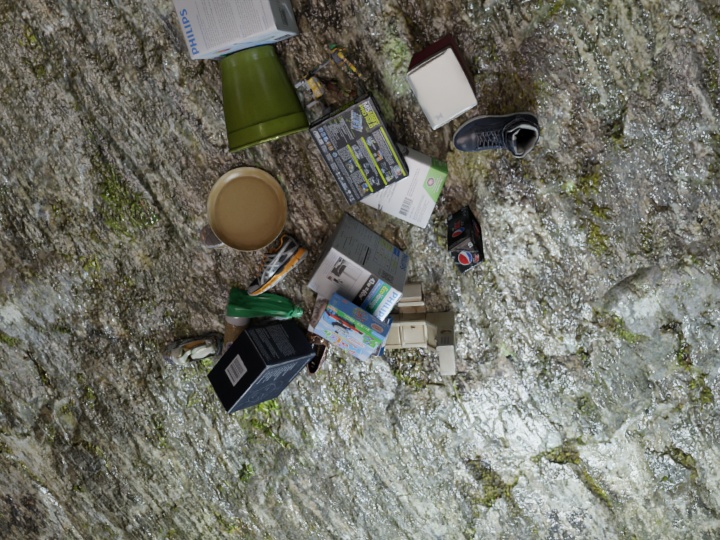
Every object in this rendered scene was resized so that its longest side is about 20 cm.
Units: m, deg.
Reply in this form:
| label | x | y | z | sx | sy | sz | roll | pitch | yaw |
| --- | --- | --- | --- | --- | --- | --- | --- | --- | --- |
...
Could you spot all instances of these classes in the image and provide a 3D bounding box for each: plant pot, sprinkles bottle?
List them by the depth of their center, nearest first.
| label | x | y | z | sx | sy | sz | roll | pitch | yaw |
| --- | --- | --- | --- | --- | --- | --- | --- | --- | --- |
| plant pot | -0.226 | -0.387 | 1.573 | 0.195 | 0.201 | 0.198 | -13 | 101 | 13 |
| plant pot | -0.276 | -0.148 | 1.722 | 0.194 | 0.027 | 0.207 | 0 | 86 | -5 |
| sprinkles bottle | -0.338 | 0.194 | 1.905 | 0.066 | 0.069 | 0.205 | 11 | 116 | 1 |

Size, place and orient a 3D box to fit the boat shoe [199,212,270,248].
| label | x | y | z | sx | sy | sz | roll | pitch | yaw |
| --- | --- | --- | --- | --- | --- | --- | --- | --- | --- |
| boat shoe | -0.303 | -0.100 | 1.769 | 0.194 | 0.072 | 0.078 | -9 | 81 | -6 |

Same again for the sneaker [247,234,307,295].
| label | x | y | z | sx | sy | sz | roll | pitch | yaw |
| --- | --- | --- | --- | --- | --- | --- | --- | --- | --- |
| sneaker | -0.222 | -0.011 | 1.801 | 0.199 | 0.078 | 0.078 | -41 | 91 | 18 |

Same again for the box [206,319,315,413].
| label | x | y | z | sx | sy | sz | roll | pitch | yaw |
| --- | --- | --- | --- | --- | --- | --- | --- | --- | --- |
| box | -0.255 | 0.245 | 1.822 | 0.200 | 0.194 | 0.125 | -48 | 67 | 28 |

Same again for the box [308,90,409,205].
| label | x | y | z | sx | sy | sz | roll | pitch | yaw |
| --- | --- | --- | --- | --- | --- | --- | --- | --- | --- |
| box | -0.001 | -0.266 | 1.562 | 0.157 | 0.045 | 0.202 | -24 | 116 | 15 |

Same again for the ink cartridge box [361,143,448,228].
| label | x | y | z | sx | sy | sz | roll | pitch | yaw |
| --- | --- | --- | --- | --- | --- | --- | --- | --- | --- |
| ink cartridge box | 0.090 | -0.212 | 1.657 | 0.195 | 0.084 | 0.148 | 22 | 115 | -3 |

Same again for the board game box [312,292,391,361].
| label | x | y | z | sx | sy | sz | roll | pitch | yaw |
| --- | --- | --- | --- | --- | --- | --- | --- | --- | --- |
| board game box | -0.024 | 0.136 | 1.641 | 0.149 | 0.037 | 0.201 | 30 | 154 | -1 |

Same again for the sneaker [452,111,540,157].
| label | x | y | z | sx | sy | sz | roll | pitch | yaw |
| --- | --- | --- | --- | --- | --- | --- | --- | --- | --- |
| sneaker | 0.300 | -0.294 | 1.562 | 0.197 | 0.147 | 0.079 | -12 | 115 | 14 |

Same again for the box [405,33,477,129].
| label | x | y | z | sx | sy | sz | roll | pitch | yaw |
| --- | --- | --- | --- | --- | --- | --- | --- | --- | --- |
| box | 0.174 | -0.404 | 1.495 | 0.107 | 0.201 | 0.129 | -26 | 110 | 18 |

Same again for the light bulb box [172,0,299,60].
| label | x | y | z | sx | sy | sz | roll | pitch | yaw |
| --- | --- | --- | --- | --- | --- | --- | --- | --- | --- |
| light bulb box | -0.256 | -0.533 | 1.486 | 0.195 | 0.199 | 0.128 | -14 | 103 | 13 |

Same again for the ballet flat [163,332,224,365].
| label | x | y | z | sx | sy | sz | roll | pitch | yaw |
| --- | --- | --- | --- | --- | --- | --- | --- | --- | --- |
| ballet flat | -0.466 | 0.223 | 1.934 | 0.195 | 0.072 | 0.073 | -18 | 112 | 15 |

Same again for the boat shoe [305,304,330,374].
| label | x | y | z | sx | sy | sz | roll | pitch | yaw |
| --- | --- | --- | --- | --- | --- | --- | --- | --- | --- |
| boat shoe | -0.108 | 0.179 | 1.870 | 0.068 | 0.071 | 0.205 | 10 | 114 | 6 |

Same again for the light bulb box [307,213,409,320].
| label | x | y | z | sx | sy | sz | roll | pitch | yaw |
| --- | --- | --- | --- | --- | --- | --- | --- | --- | --- |
| light bulb box | 0.000 | 0.000 | 1.694 | 0.197 | 0.199 | 0.126 | 33 | 118 | -8 |

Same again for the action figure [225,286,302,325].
| label | x | y | z | sx | sy | sz | roll | pitch | yaw |
| --- | --- | --- | --- | --- | --- | --- | --- | --- | --- |
| action figure | -0.247 | 0.098 | 1.842 | 0.194 | 0.120 | 0.056 | 7 | 131 | -6 |

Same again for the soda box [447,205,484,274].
| label | x | y | z | sx | sy | sz | roll | pitch | yaw |
| --- | --- | --- | --- | --- | --- | --- | --- | --- | --- |
| soda box | 0.243 | -0.074 | 1.637 | 0.062 | 0.201 | 0.071 | -29 | 109 | 19 |

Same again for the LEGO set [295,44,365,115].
| label | x | y | z | sx | sy | sz | roll | pitch | yaw |
| --- | --- | --- | --- | --- | --- | --- | --- | --- | --- |
| LEGO set | -0.055 | -0.389 | 1.576 | 0.150 | 0.117 | 0.204 | -19 | 111 | 15 |

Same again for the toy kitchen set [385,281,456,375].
| label | x | y | z | sx | sy | sz | roll | pitch | yaw |
| --- | --- | --- | --- | --- | --- | --- | --- | --- | --- |
| toy kitchen set | 0.137 | 0.143 | 1.761 | 0.194 | 0.181 | 0.168 | -4 | 114 | 9 |

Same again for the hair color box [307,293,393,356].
| label | x | y | z | sx | sy | sz | roll | pitch | yaw |
| --- | --- | --- | --- | --- | --- | --- | --- | --- | --- |
| hair color box | -0.026 | 0.135 | 1.780 | 0.195 | 0.060 | 0.103 | 19 | 94 | 13 |
